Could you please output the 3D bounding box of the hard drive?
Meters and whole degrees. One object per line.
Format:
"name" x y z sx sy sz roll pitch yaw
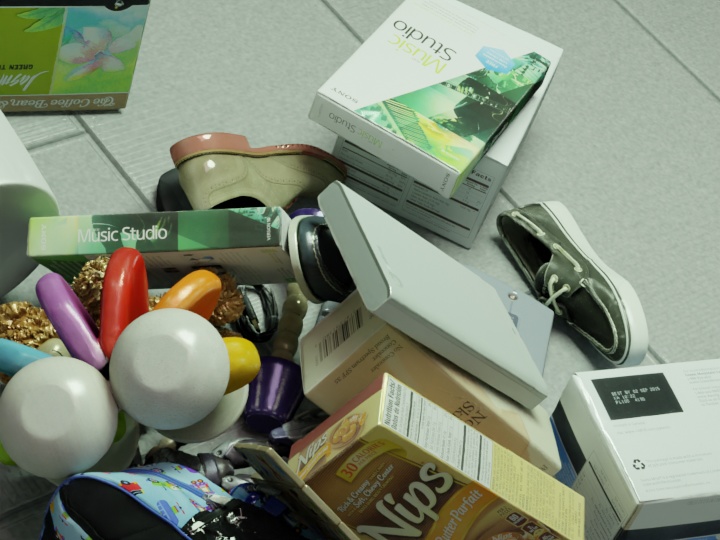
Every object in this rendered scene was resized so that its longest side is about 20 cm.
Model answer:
"hard drive" 0.057 0.021 1.432 0.200 0.026 0.132 33 23 -42

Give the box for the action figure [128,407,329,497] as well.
"action figure" -0.102 0.152 1.428 0.199 0.069 0.130 -6 58 -21

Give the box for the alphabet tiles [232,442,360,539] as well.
"alphabet tiles" -0.025 0.181 1.295 0.008 0.200 0.167 -45 96 -12

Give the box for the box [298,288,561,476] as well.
"box" 0.054 0.103 1.446 0.200 0.095 0.078 39 20 -24

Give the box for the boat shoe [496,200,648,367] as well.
"boat shoe" 0.186 0.015 1.674 0.063 0.071 0.200 -7 43 -27

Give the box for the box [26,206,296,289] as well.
"box" -0.147 -0.016 1.477 0.199 0.144 0.036 -4 78 7

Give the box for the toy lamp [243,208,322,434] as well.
"toy lamp" -0.058 0.043 1.543 0.058 0.058 0.201 17 54 -5

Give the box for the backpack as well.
"backpack" -0.123 0.219 1.282 0.200 0.183 0.134 33 35 23

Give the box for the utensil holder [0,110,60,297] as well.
"utensil holder" -0.354 -0.082 1.489 0.170 0.170 0.200 -19 60 -34

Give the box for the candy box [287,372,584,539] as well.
"candy box" 0.056 0.168 1.389 0.200 0.115 0.055 32 39 -23

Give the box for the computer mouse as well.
"computer mouse" -0.121 -0.020 1.611 0.058 0.034 0.200 -13 54 -32

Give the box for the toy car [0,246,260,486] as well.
"toy car" -0.179 0.064 1.332 0.199 0.175 0.150 -23 80 -2

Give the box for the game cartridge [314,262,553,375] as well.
"game cartridge" 0.066 0.044 1.619 0.199 0.041 0.133 20 47 -2

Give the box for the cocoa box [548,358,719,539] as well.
"cocoa box" 0.257 0.163 1.507 0.199 0.131 0.134 -4 50 -24

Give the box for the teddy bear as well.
"teddy bear" -0.181 0.059 1.438 0.199 0.145 0.067 5 34 -24

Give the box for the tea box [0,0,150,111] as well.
"tea box" -0.299 -0.254 1.650 0.199 0.197 0.134 -4 49 -23

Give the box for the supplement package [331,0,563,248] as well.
"supplement package" 0.080 -0.148 1.756 0.155 0.111 0.200 25 44 4

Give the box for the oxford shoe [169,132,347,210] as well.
"oxford shoe" -0.085 -0.070 1.640 0.200 0.070 0.075 3 69 -46

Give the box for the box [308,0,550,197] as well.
"box" 0.064 -0.160 1.646 0.144 0.036 0.200 30 46 9

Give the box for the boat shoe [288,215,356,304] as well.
"boat shoe" 0.000 0.000 1.490 0.062 0.200 0.075 -4 72 21
